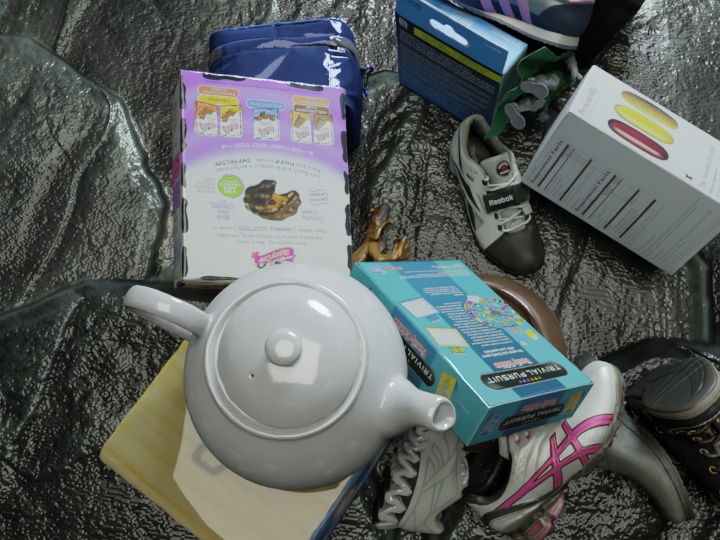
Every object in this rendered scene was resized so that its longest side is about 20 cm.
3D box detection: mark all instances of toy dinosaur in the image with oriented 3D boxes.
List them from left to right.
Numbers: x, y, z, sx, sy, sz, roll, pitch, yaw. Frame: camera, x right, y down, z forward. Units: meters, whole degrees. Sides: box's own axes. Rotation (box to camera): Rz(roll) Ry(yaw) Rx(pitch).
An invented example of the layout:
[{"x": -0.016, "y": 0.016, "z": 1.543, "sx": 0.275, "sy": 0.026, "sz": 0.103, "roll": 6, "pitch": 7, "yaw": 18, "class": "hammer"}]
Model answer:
[{"x": 0.000, "y": 0.000, "z": 0.803, "sx": 0.106, "sy": 0.061, "sz": 0.200, "roll": 6, "pitch": 39, "yaw": 32, "class": "toy dinosaur"}]

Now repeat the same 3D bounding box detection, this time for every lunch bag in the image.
[{"x": -0.082, "y": -0.222, "z": 0.859, "sx": 0.198, "sy": 0.136, "sz": 0.133, "roll": -5, "pitch": 72, "yaw": 2, "class": "lunch bag"}]

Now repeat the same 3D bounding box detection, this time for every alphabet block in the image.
[{"x": -0.092, "y": 0.167, "z": 0.705, "sx": 0.199, "sy": 0.196, "sz": 0.197, "roll": 33, "pitch": 74, "yaw": 13, "class": "alphabet block"}]

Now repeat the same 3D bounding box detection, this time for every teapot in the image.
[{"x": -0.057, "y": 0.073, "z": 0.559, "sx": 0.199, "sy": 0.146, "sz": 0.198, "roll": -23, "pitch": 72, "yaw": -5, "class": "teapot"}]

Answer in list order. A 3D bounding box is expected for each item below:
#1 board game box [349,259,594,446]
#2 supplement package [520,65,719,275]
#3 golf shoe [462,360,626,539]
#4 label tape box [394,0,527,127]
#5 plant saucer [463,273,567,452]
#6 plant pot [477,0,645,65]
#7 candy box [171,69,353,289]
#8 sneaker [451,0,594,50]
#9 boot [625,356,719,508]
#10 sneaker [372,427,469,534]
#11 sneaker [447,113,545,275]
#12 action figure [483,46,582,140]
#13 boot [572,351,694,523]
[{"x": 0.096, "y": 0.066, "z": 0.677, "sx": 0.150, "sy": 0.047, "sz": 0.200, "roll": -2, "pitch": 37, "yaw": -40, "class": "board game box"}, {"x": 0.300, "y": -0.111, "z": 0.791, "sx": 0.199, "sy": 0.110, "sz": 0.114, "roll": 32, "pitch": 50, "yaw": 3, "class": "supplement package"}, {"x": 0.181, "y": 0.169, "z": 0.698, "sx": 0.092, "sy": 0.073, "sz": 0.201, "roll": 32, "pitch": 92, "yaw": -8, "class": "golf shoe"}, {"x": 0.115, "y": -0.254, "z": 0.827, "sx": 0.143, "sy": 0.200, "sz": 0.066, "roll": 34, "pitch": 80, "yaw": 12, "class": "label tape box"}, {"x": 0.122, "y": 0.092, "z": 0.777, "sx": 0.199, "sy": 0.035, "sz": 0.202, "roll": -6, "pitch": 67, "yaw": 15, "class": "plant saucer"}, {"x": 0.271, "y": -0.379, "z": 0.876, "sx": 0.177, "sy": 0.200, "sz": 0.200, "roll": 37, "pitch": 76, "yaw": 2, "class": "plant pot"}, {"x": -0.099, "y": -0.083, "z": 0.711, "sx": 0.167, "sy": 0.071, "sz": 0.202, "roll": 1, "pitch": 81, "yaw": -22, "class": "candy box"}, {"x": 0.163, "y": -0.318, "z": 0.793, "sx": 0.199, "sy": 0.082, "sz": 0.070, "roll": 23, "pitch": 29, "yaw": 3, "class": "sneaker"}, {"x": 0.339, "y": 0.164, "z": 0.690, "sx": 0.073, "sy": 0.200, "sz": 0.151, "roll": -39, "pitch": 80, "yaw": -2, "class": "boot"}, {"x": 0.077, "y": 0.183, "z": 0.725, "sx": 0.081, "sy": 0.075, "sz": 0.201, "roll": 19, "pitch": 112, "yaw": -1, "class": "sneaker"}, {"x": 0.157, "y": -0.090, "z": 0.834, "sx": 0.074, "sy": 0.089, "sz": 0.201, "roll": -23, "pitch": 74, "yaw": -7, "class": "sneaker"}, {"x": 0.220, "y": -0.216, "z": 0.842, "sx": 0.055, "sy": 0.118, "sz": 0.200, "roll": 43, "pitch": 37, "yaw": 8, "class": "action figure"}, {"x": 0.241, "y": 0.198, "z": 0.757, "sx": 0.130, "sy": 0.068, "sz": 0.201, "roll": -33, "pitch": 71, "yaw": 2, "class": "boot"}]
